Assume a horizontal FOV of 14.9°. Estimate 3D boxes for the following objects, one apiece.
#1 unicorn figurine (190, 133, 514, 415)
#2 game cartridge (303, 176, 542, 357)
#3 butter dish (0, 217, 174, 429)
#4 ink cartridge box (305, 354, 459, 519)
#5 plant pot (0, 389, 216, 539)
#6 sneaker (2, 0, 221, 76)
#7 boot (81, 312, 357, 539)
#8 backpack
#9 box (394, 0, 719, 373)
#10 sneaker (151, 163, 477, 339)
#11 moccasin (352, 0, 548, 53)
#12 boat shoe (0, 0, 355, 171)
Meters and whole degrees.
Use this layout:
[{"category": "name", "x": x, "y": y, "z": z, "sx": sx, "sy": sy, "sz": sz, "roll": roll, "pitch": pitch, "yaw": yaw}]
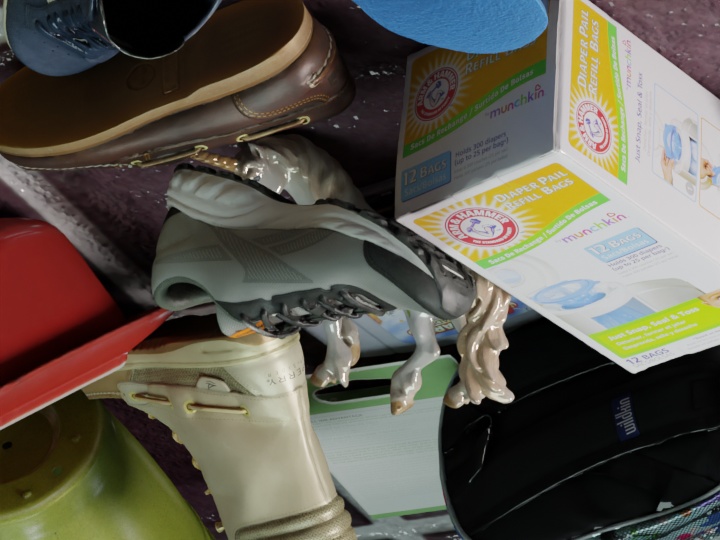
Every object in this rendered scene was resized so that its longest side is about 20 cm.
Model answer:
[{"category": "unicorn figurine", "x": 0.000, "y": 0.000, "z": 1.488, "sx": 0.199, "sy": 0.074, "sz": 0.138, "roll": 9, "pitch": 112, "yaw": 22}, {"category": "game cartridge", "x": 0.036, "y": -0.004, "z": 1.572, "sx": 0.199, "sy": 0.042, "sz": 0.133, "roll": -17, "pitch": 139, "yaw": 33}, {"category": "butter dish", "x": -0.244, "y": 0.025, "z": 1.574, "sx": 0.200, "sy": 0.148, "sz": 0.199, "roll": -22, "pitch": -176, "yaw": 40}, {"category": "ink cartridge box", "x": 0.033, "y": 0.089, "z": 1.719, "sx": 0.145, "sy": 0.048, "sz": 0.200, "roll": -9, "pitch": 146, "yaw": 23}, {"category": "plant pot", "x": -0.200, "y": 0.167, "z": 1.775, "sx": 0.200, "sy": 0.201, "sz": 0.193, "roll": -2, "pitch": 137, "yaw": 13}, {"category": "sneaker", "x": -0.119, "y": -0.129, "z": 1.330, "sx": 0.075, "sy": 0.085, "sz": 0.200, "roll": 20, "pitch": 147, "yaw": -24}, {"category": "boot", "x": -0.087, "y": 0.105, "z": 1.642, "sx": 0.073, "sy": 0.156, "sz": 0.200, "roll": -26, "pitch": -169, "yaw": -40}, {"category": "backpack", "x": 0.149, "y": 0.100, "z": 1.575, "sx": 0.199, "sy": 0.178, "sz": 0.151, "roll": -22, "pitch": 140, "yaw": 18}, {"category": "box", "x": 0.123, "y": -0.044, "z": 1.421, "sx": 0.112, "sy": 0.102, "sz": 0.200, "roll": -21, "pitch": 141, "yaw": 37}, {"category": "sneaker", "x": -0.025, "y": 0.004, "z": 1.388, "sx": 0.200, "sy": 0.080, "sz": 0.074, "roll": 12, "pitch": 168, "yaw": 40}, {"category": "moccasin", "x": 0.010, "y": -0.167, "z": 1.265, "sx": 0.200, "sy": 0.068, "sz": 0.080, "roll": 27, "pitch": 136, "yaw": -35}, {"category": "boat shoe", "x": -0.099, "y": -0.083, "z": 1.420, "sx": 0.199, "sy": 0.071, "sz": 0.070, "roll": -11, "pitch": 142, "yaw": 25}]
